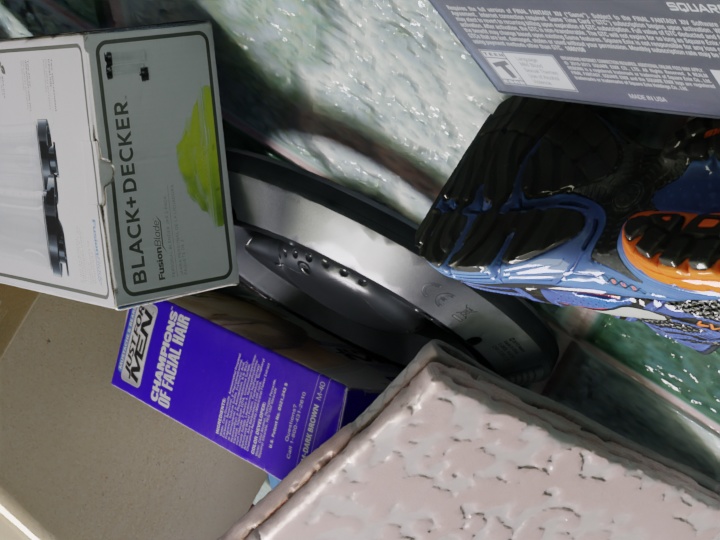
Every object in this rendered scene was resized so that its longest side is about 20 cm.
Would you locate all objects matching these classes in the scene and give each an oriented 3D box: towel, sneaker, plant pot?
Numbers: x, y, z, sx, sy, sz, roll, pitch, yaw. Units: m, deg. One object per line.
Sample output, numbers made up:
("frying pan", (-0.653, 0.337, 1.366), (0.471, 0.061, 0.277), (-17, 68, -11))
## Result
("towel", (0.046, 0.130, 0.826), (0.200, 0.191, 0.032), (27, -148, -30))
("sneaker", (0.092, -0.007, 0.570), (0.078, 0.075, 0.200), (42, 164, -32))
("plant pot", (-0.179, 0.084, 1.083), (0.177, 0.200, 0.200), (37, 165, -30))

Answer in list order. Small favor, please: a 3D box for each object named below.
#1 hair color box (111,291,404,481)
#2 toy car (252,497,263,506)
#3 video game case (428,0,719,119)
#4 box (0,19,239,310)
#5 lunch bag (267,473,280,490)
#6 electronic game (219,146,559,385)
("hair color box", (-0.031, 0.063, 0.920), (0.109, 0.065, 0.200), (8, -173, -40))
("toy car", (-0.072, 0.229, 1.450), (0.200, 0.184, 0.177), (-28, 119, 39))
("video game case", (0.039, -0.113, 0.471), (0.143, 0.019, 0.200), (14, 152, 50))
("box", (-0.133, -0.051, 0.799), (0.200, 0.060, 0.117), (6, 105, 58))
("lunch bag", (0.051, 0.150, 0.978), (0.200, 0.094, 0.151), (5, -175, -14))
("electronic game", (0.000, 0.000, 0.813), (0.200, 0.042, 0.200), (27, 167, 7))
